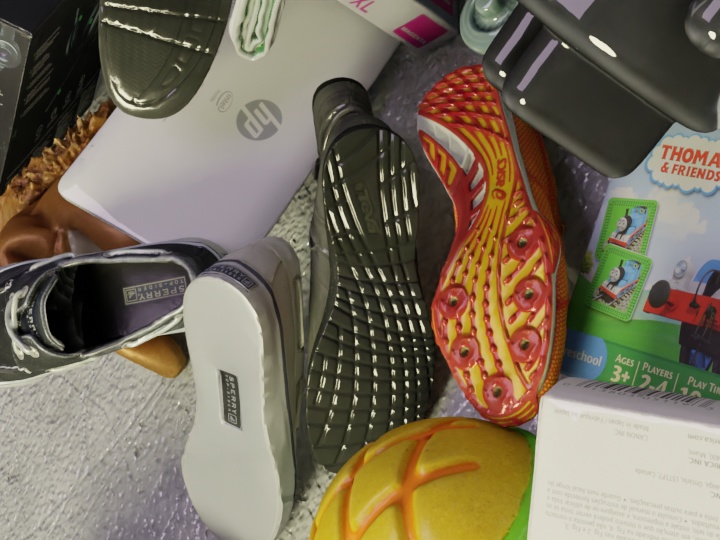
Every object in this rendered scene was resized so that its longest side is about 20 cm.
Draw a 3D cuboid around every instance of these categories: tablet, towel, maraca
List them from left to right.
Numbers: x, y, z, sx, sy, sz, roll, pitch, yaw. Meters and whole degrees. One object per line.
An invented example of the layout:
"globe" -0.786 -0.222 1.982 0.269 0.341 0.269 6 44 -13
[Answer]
"tablet" -0.077 -0.097 0.861 0.130 0.014 0.201 29 73 17
"towel" -0.049 -0.233 0.752 0.149 0.030 0.201 119 153 -63
"maraca" 0.024 0.131 0.681 0.137 0.107 0.200 -50 13 -22

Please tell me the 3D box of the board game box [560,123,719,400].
"board game box" 0.176 -0.031 0.627 0.151 0.036 0.201 16 87 51

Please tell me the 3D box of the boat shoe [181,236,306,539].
"boat shoe" -0.057 0.070 0.800 0.071 0.070 0.201 18 128 26

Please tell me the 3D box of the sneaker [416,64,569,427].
"sneaker" 0.077 -0.013 0.698 0.073 0.077 0.201 -23 50 30

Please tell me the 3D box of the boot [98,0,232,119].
"boot" -0.106 -0.195 0.860 0.154 0.073 0.205 -108 27 -82

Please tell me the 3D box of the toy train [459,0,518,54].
"toy train" 0.095 -0.177 0.750 0.114 0.085 0.201 -39 48 19

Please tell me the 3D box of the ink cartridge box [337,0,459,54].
"ink cartridge box" 0.007 -0.242 0.841 0.042 0.119 0.201 -22 59 36

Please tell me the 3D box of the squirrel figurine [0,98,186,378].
"squirrel figurine" -0.163 -0.056 0.945 0.200 0.141 0.187 42 108 51

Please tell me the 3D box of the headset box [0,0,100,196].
"headset box" -0.249 -0.164 1.018 0.175 0.092 0.201 -65 1 -46

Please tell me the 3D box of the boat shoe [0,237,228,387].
"boat shoe" -0.170 0.025 0.804 0.199 0.068 0.072 -10 89 17

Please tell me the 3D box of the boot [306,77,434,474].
"boot" 0.000 0.000 0.796 0.131 0.067 0.201 -112 23 -72

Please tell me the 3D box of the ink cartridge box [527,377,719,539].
"ink cartridge box" 0.141 0.154 0.559 0.160 0.050 0.202 8 99 29

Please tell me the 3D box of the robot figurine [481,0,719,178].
"robot figurine" 0.135 -0.141 0.593 0.150 0.125 0.200 46 108 30
